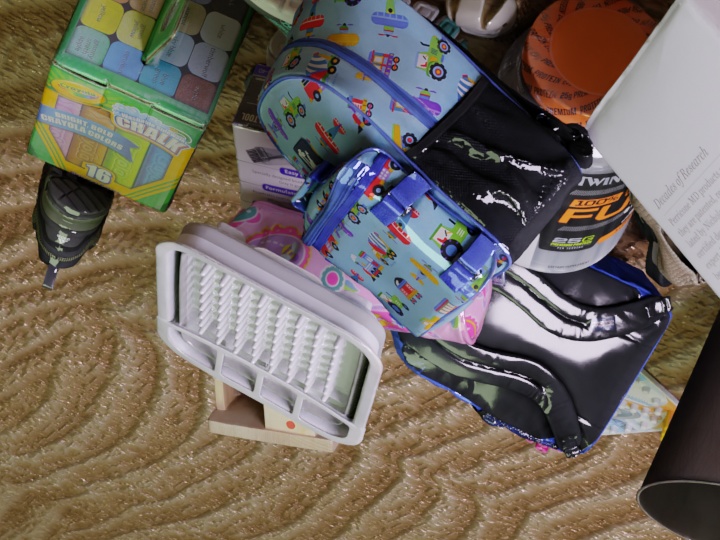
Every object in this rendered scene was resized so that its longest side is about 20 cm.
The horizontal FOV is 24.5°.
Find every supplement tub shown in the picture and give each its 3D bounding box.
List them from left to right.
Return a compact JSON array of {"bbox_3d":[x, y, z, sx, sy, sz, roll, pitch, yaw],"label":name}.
[{"bbox_3d":[0.145,-0.093,1.141,0.121,0.123,0.200,17,154,5],"label":"supplement tub"}]

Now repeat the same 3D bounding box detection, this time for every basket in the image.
[{"bbox_3d":[0.326,0.113,1.316,0.179,0.201,0.136,16,153,5],"label":"basket"}]

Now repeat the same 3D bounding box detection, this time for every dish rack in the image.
[{"bbox_3d":[-0.058,0.039,1.139,0.171,0.044,0.200,29,157,7],"label":"dish rack"}]

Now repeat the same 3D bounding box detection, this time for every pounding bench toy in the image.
[{"bbox_3d":[-0.053,0.041,1.539,0.123,0.200,0.157,7,120,18],"label":"pounding bench toy"}]

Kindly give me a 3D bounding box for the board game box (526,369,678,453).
[{"bbox_3d":[0.195,0.118,1.608,0.199,0.026,0.200,-10,141,45],"label":"board game box"}]

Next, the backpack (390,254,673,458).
[{"bbox_3d":[0.115,0.033,1.335,0.199,0.164,0.168,24,-169,-17],"label":"backpack"}]

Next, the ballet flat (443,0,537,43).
[{"bbox_3d":[0.072,-0.195,1.061,0.070,0.066,0.201,11,152,20],"label":"ballet flat"}]

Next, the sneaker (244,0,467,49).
[{"bbox_3d":[-0.027,-0.167,1.141,0.199,0.078,0.091,35,148,2],"label":"sneaker"}]

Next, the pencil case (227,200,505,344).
[{"bbox_3d":[0.000,0.000,1.197,0.198,0.088,0.088,7,151,18],"label":"pencil case"}]

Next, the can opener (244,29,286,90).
[{"bbox_3d":[0.013,-0.123,1.250,0.199,0.053,0.067,24,149,-11],"label":"can opener"}]

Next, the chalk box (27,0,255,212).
[{"bbox_3d":[-0.161,-0.155,1.232,0.123,0.125,0.200,23,152,-8],"label":"chalk box"}]

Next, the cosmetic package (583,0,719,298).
[{"bbox_3d":[0.270,-0.080,0.950,0.201,0.164,0.165,52,155,11],"label":"cosmetic package"}]

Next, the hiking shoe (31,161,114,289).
[{"bbox_3d":[-0.240,-0.067,1.373,0.075,0.200,0.101,24,115,-10],"label":"hiking shoe"}]

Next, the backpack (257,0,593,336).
[{"bbox_3d":[0.017,-0.077,1.032,0.200,0.135,0.182,42,161,-6],"label":"backpack"}]

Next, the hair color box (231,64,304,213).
[{"bbox_3d":[-0.032,-0.059,1.257,0.108,0.065,0.201,13,148,9],"label":"hair color box"}]

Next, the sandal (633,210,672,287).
[{"bbox_3d":[0.228,-0.050,1.230,0.048,0.075,0.201,45,165,23],"label":"sandal"}]

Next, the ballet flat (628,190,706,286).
[{"bbox_3d":[0.224,-0.036,1.136,0.046,0.067,0.200,48,174,27],"label":"ballet flat"}]
